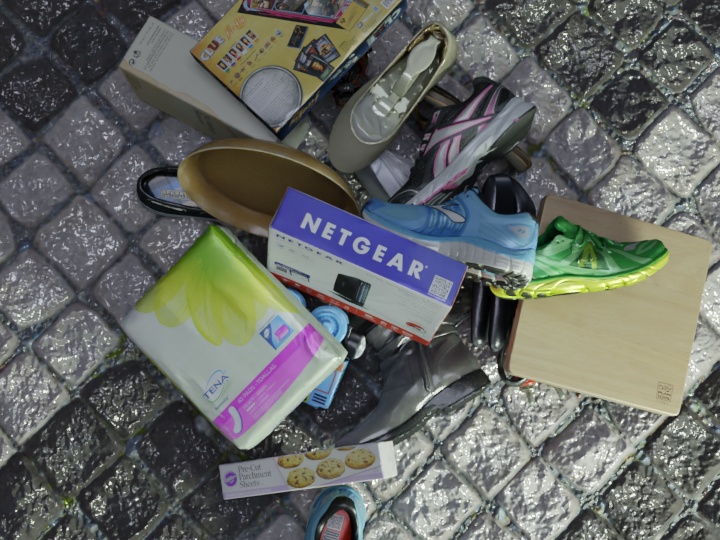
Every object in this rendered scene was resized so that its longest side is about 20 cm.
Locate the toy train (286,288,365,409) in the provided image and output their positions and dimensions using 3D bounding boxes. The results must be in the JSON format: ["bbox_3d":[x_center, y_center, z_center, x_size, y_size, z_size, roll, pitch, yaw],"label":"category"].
[{"bbox_3d":[-0.097,0.074,1.343,0.199,0.087,0.115,21,89,2],"label":"toy train"}]

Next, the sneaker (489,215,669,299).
[{"bbox_3d":[0.231,-0.018,1.259,0.199,0.074,0.084,-6,88,-11],"label":"sneaker"}]

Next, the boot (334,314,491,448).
[{"bbox_3d":[0.035,0.122,1.359,0.199,0.070,0.132,-28,77,-13],"label":"boot"}]

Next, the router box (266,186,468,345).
[{"bbox_3d":[0.000,0.000,1.263,0.199,0.180,0.049,24,74,2],"label":"router box"}]

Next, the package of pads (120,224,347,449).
[{"bbox_3d":[-0.137,0.073,1.275,0.155,0.068,0.200,-45,87,8],"label":"package of pads"}]

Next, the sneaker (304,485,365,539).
[{"bbox_3d":[-0.042,0.331,1.297,0.078,0.090,0.201,9,81,-2],"label":"sneaker"}]

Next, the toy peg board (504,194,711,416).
[{"bbox_3d":[0.264,0.043,1.345,0.199,0.098,0.200,15,81,-8],"label":"toy peg board"}]

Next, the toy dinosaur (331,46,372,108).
[{"bbox_3d":[-0.029,-0.284,1.382,0.102,0.136,0.200,-25,59,-5],"label":"toy dinosaur"}]

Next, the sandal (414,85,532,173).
[{"bbox_3d":[0.108,-0.167,1.398,0.200,0.080,0.054,36,103,-2],"label":"sandal"}]

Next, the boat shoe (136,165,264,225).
[{"bbox_3d":[-0.158,-0.086,1.375,0.199,0.057,0.069,1,82,-3],"label":"boat shoe"}]

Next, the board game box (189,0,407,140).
[{"bbox_3d":[-0.066,-0.258,1.288,0.135,0.035,0.200,44,88,10],"label":"board game box"}]

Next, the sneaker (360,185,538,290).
[{"bbox_3d":[0.095,-0.045,1.243,0.199,0.078,0.090,16,74,25],"label":"sneaker"}]

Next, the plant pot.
[{"bbox_3d":[-0.095,-0.087,1.280,0.199,0.200,0.028,13,66,-1],"label":"plant pot"}]

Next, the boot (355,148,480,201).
[{"bbox_3d":[0.068,-0.105,1.388,0.096,0.074,0.200,-41,94,-13],"label":"boot"}]

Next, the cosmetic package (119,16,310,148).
[{"bbox_3d":[-0.162,-0.197,1.357,0.199,0.104,0.073,29,81,9],"label":"cosmetic package"}]

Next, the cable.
[{"bbox_3d":[0.182,0.057,1.386,0.097,0.050,0.201,-20,73,-7],"label":"cable"}]

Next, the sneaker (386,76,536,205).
[{"bbox_3d":[0.097,-0.132,1.330,0.200,0.080,0.086,-42,71,-7],"label":"sneaker"}]

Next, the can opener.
[{"bbox_3d":[0.149,-0.010,1.349,0.078,0.063,0.201,0,101,-33],"label":"can opener"}]

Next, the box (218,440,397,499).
[{"bbox_3d":[-0.058,0.217,1.303,0.199,0.039,0.042,-11,81,24],"label":"box"}]

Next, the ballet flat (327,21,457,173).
[{"bbox_3d":[0.035,-0.193,1.319,0.069,0.069,0.200,38,83,3],"label":"ballet flat"}]
